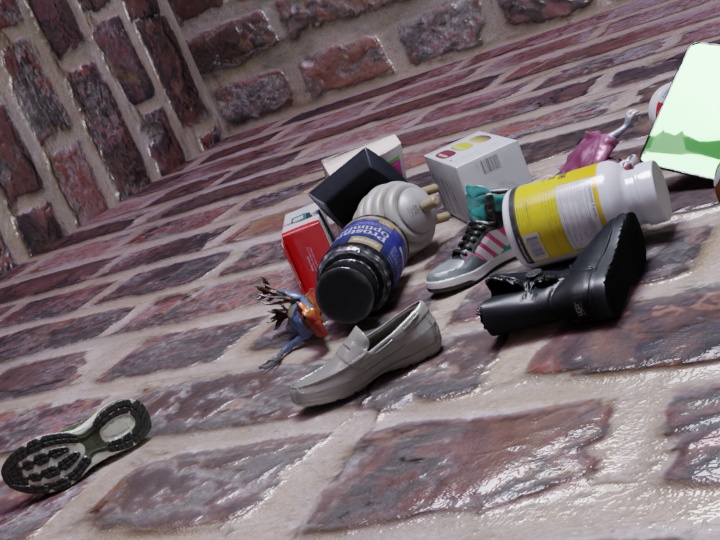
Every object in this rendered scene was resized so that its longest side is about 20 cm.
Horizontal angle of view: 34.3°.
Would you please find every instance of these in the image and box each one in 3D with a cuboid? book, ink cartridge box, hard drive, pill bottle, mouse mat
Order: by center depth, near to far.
[{"bbox_3d":[0.294,-0.078,1.519,0.200,0.112,0.112,-15,17,26],"label":"pill bottle"},{"bbox_3d":[0.490,-0.220,1.615,0.161,0.008,0.200,20,81,40],"label":"mouse mat"},{"bbox_3d":[0.000,0.000,1.685,0.112,0.112,0.200,-18,16,19],"label":"pill bottle"},{"bbox_3d":[0.508,-0.233,1.742,0.112,0.112,0.200,-24,15,-3],"label":"pill bottle"},{"bbox_3d":[-0.076,-0.029,1.886,0.067,0.116,0.200,-21,16,5],"label":"ink cartridge box"},{"bbox_3d":[0.014,-0.113,1.927,0.135,0.200,0.042,-38,56,10],"label":"hard drive"},{"bbox_3d":[0.018,-0.129,1.981,0.134,0.200,0.048,-24,52,-9],"label":"book"}]

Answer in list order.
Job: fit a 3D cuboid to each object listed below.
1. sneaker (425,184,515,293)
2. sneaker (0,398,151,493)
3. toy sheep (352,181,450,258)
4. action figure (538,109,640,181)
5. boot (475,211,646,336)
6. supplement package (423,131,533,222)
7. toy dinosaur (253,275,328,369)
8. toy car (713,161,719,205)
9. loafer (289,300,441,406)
[{"bbox_3d":[0.162,-0.059,1.631,0.200,0.121,0.084,-29,16,-19],"label":"sneaker"},{"bbox_3d":[-0.374,0.234,1.540,0.200,0.077,0.089,-23,1,-20],"label":"sneaker"},{"bbox_3d":[0.062,-0.081,1.846,0.138,0.138,0.200,-36,1,-40],"label":"toy sheep"},{"bbox_3d":[0.329,-0.140,1.632,0.149,0.134,0.200,-20,9,-1],"label":"action figure"},{"bbox_3d":[0.239,0.003,1.390,0.168,0.076,0.200,-9,26,32],"label":"boot"},{"bbox_3d":[0.195,-0.153,1.929,0.114,0.110,0.200,-25,15,-7],"label":"supplement package"},{"bbox_3d":[-0.080,0.053,1.658,0.200,0.105,0.181,-27,24,-34],"label":"toy dinosaur"},{"bbox_3d":[0.487,-0.176,1.406,0.158,0.200,0.164,-17,16,21],"label":"toy car"},{"bbox_3d":[0.001,0.101,1.415,0.200,0.070,0.070,-26,15,-12],"label":"loafer"}]
